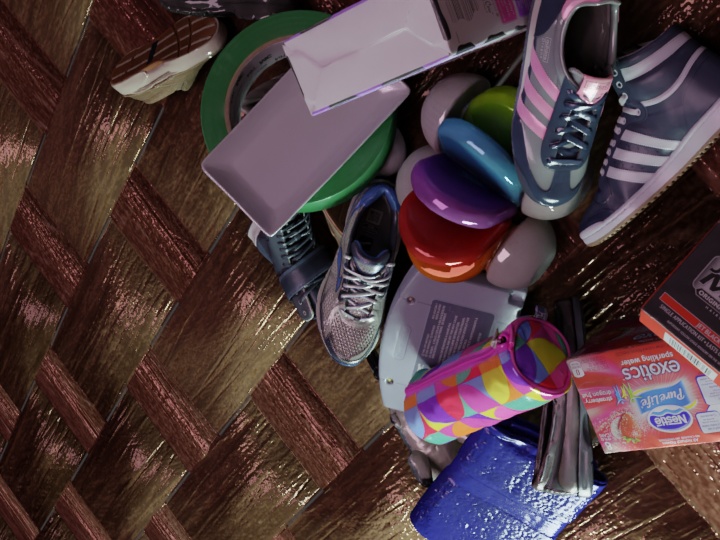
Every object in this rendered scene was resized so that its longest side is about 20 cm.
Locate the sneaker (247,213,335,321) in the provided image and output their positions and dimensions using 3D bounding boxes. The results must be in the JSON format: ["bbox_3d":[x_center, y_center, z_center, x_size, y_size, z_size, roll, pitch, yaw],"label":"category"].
[{"bbox_3d":[-0.063,-0.027,1.152,0.147,0.077,0.202,56,164,12],"label":"sneaker"}]

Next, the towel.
[{"bbox_3d":[0.156,0.244,1.112,0.147,0.050,0.201,30,126,-2],"label":"towel"}]

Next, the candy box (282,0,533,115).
[{"bbox_3d":[0.062,-0.213,0.879,0.167,0.200,0.072,-14,102,46],"label":"candy box"}]

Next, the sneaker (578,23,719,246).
[{"bbox_3d":[0.231,-0.117,0.867,0.109,0.070,0.200,46,128,8],"label":"sneaker"}]

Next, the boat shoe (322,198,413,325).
[{"bbox_3d":[0.016,-0.017,1.133,0.201,0.072,0.065,59,174,-2],"label":"boat shoe"}]

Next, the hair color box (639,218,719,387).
[{"bbox_3d":[0.315,-0.010,0.770,0.101,0.061,0.200,41,90,18],"label":"hair color box"}]

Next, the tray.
[{"bbox_3d":[-0.054,-0.138,1.005,0.107,0.022,0.200,44,91,10],"label":"tray"}]

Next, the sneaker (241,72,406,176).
[{"bbox_3d":[-0.046,-0.147,1.097,0.199,0.088,0.076,29,127,29],"label":"sneaker"}]

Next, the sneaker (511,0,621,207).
[{"bbox_3d":[0.168,-0.138,0.823,0.082,0.070,0.202,-125,30,-62],"label":"sneaker"}]

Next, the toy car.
[{"bbox_3d":[0.103,-0.073,0.953,0.175,0.150,0.201,39,133,21],"label":"toy car"}]

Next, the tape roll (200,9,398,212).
[{"bbox_3d":[-0.062,-0.162,1.044,0.199,0.048,0.202,-1,83,8],"label":"tape roll"}]

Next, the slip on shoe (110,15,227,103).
[{"bbox_3d":[-0.221,-0.248,1.231,0.199,0.077,0.061,-16,140,38],"label":"slip on shoe"}]

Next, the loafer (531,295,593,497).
[{"bbox_3d":[0.194,0.127,1.002,0.062,0.072,0.202,-4,97,10],"label":"loafer"}]

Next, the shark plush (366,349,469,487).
[{"bbox_3d":[0.055,0.180,1.197,0.200,0.091,0.083,43,166,10],"label":"shark plush"}]

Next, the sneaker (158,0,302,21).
[{"bbox_3d":[-0.144,-0.322,1.119,0.199,0.076,0.092,11,109,31],"label":"sneaker"}]

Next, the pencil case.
[{"bbox_3d":[0.119,0.107,0.996,0.089,0.088,0.200,56,141,4],"label":"pencil case"}]

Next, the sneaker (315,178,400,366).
[{"bbox_3d":[0.000,0.000,1.055,0.076,0.085,0.202,10,89,-4],"label":"sneaker"}]

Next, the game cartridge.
[{"bbox_3d":[0.089,0.078,1.084,0.132,0.041,0.201,12,128,-1],"label":"game cartridge"}]

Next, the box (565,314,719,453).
[{"bbox_3d":[0.297,0.088,0.897,0.199,0.095,0.100,-19,97,46],"label":"box"}]
